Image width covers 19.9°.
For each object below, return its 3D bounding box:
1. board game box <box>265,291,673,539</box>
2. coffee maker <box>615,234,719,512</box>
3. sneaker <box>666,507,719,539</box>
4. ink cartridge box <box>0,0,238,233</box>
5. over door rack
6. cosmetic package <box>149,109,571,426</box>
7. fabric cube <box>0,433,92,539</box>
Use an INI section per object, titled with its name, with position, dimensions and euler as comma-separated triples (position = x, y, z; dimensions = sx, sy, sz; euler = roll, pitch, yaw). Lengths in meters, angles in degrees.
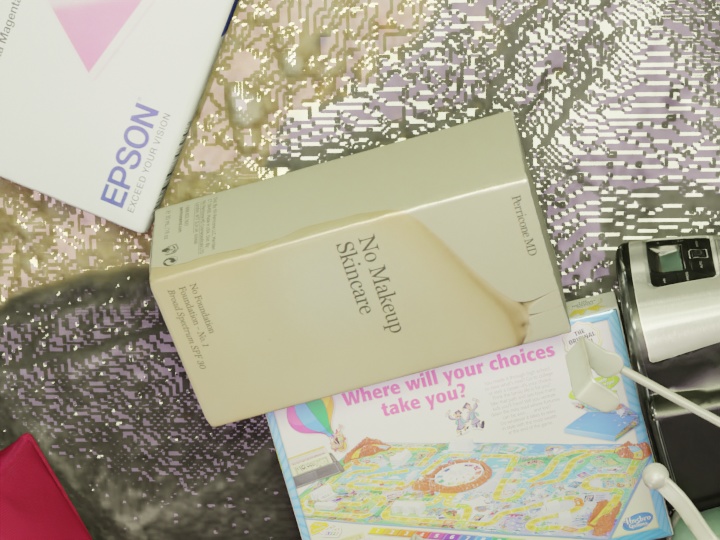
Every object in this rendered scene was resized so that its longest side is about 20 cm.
[board game box]
position = 0.059, 0.101, 1.126
dimensions = 0.199, 0.034, 0.135
euler = -13, 103, 7
[coffee maker]
position = 0.243, 0.056, 1.045
dimensions = 0.199, 0.135, 0.193
euler = -15, 93, 13
[sneaker]
position = 0.242, 0.217, 1.101
dimensions = 0.074, 0.118, 0.200
euler = -44, 99, 12
[ink cartridge box]
position = -0.168, -0.146, 1.073
dimensions = 0.199, 0.043, 0.197
euler = 21, 105, -4
[over door rack]
position = 0.130, 0.109, 0.976
dimensions = 0.200, 0.067, 0.148
euler = 21, 119, -31
[cosmetic package]
position = 0.000, 0.000, 1.071
dimensions = 0.199, 0.073, 0.104
euler = -16, 123, 9
[fabric cube]
position = -0.225, 0.239, 1.094
dimensions = 0.200, 0.199, 0.197
euler = -29, 100, 10
